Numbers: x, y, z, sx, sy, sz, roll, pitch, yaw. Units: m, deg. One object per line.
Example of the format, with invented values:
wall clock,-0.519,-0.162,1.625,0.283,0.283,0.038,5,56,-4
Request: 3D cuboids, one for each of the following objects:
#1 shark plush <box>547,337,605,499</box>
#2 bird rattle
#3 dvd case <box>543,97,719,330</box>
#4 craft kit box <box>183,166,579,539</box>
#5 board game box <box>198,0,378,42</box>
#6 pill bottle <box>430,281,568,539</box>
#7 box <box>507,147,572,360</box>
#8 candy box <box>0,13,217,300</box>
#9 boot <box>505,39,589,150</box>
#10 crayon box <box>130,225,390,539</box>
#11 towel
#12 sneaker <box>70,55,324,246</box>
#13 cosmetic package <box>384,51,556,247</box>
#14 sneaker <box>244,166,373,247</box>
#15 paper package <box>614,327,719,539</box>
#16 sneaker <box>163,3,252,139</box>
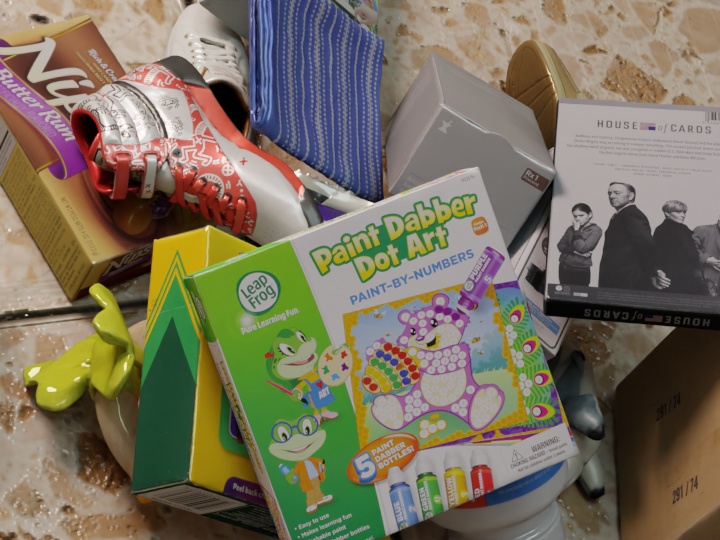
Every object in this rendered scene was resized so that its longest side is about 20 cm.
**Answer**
shark plush,0.139,0.086,1.405,0.083,0.091,0.201,-5,61,3
bird rattle,-0.127,0.079,1.262,0.199,0.112,0.164,-10,74,-48
dvd case,0.214,-0.045,1.343,0.149,0.025,0.201,5,51,5
craft kit box,0.015,0.060,1.150,0.199,0.048,0.199,-22,92,-13
board game box,-0.053,-0.267,1.513,0.147,0.064,0.201,35,43,-37
pill bottle,0.083,0.112,1.269,0.112,0.112,0.201,-35,116,-41
box,0.132,-0.009,1.411,0.060,0.117,0.201,39,53,-14
candy box,-0.206,-0.087,1.337,0.116,0.057,0.201,-20,71,-37
boot,0.221,-0.112,1.583,0.155,0.073,0.201,-7,64,-32
crayon box,-0.058,0.085,1.223,0.200,0.058,0.174,26,58,-45
towel,-0.028,-0.144,1.372,0.200,0.024,0.146,29,56,-59
sneaker,-0.120,-0.060,1.275,0.108,0.067,0.202,-27,65,-32
cosmetic package,0.082,-0.095,1.425,0.106,0.090,0.200,30,18,-8
sneaker,0.000,0.000,1.355,0.199,0.070,0.100,20,71,21
paper package,0.281,0.130,1.361,0.103,0.200,0.192,15,52,-17
sneaker,-0.109,-0.143,1.413,0.072,0.085,0.201,10,52,-20
